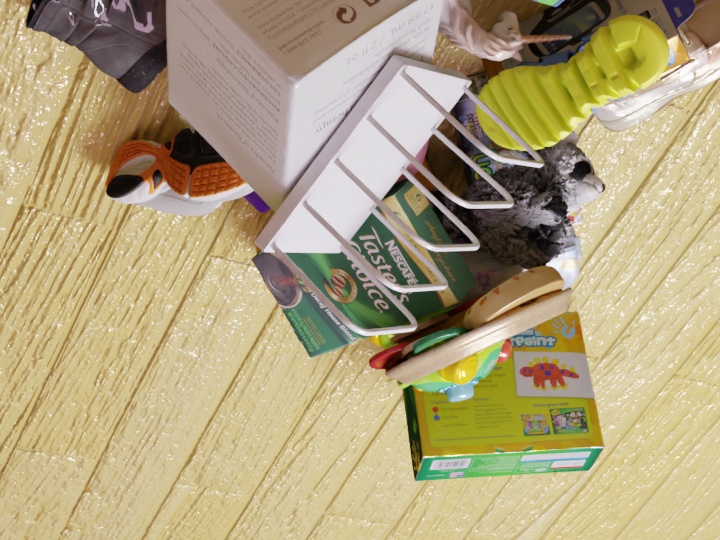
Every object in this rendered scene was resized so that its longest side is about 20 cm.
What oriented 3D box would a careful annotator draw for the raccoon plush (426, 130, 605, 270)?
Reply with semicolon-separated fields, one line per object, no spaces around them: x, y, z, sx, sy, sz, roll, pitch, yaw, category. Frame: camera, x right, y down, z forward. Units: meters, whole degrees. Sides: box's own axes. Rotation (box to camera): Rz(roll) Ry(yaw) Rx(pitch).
0.136;-0.091;1.554;0.200;0.134;0.097;20;138;-6;raccoon plush

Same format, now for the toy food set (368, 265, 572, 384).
0.105;0.053;1.512;0.198;0.049;0.200;-25;176;10;toy food set

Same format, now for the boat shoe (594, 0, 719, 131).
0.295;-0.209;1.534;0.200;0.074;0.069;-37;134;24;boat shoe

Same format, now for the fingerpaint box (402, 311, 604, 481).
0.149;0.136;1.761;0.199;0.167;0.073;-3;152;-9;fingerpaint box

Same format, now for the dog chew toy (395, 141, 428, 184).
-0.037;-0.142;1.509;0.200;0.125;0.125;10;131;-8;dog chew toy

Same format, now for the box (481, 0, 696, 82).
0.214;-0.207;1.489;0.200;0.119;0.041;-24;135;13;box

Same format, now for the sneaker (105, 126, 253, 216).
-0.149;-0.089;1.529;0.200;0.076;0.092;2;165;45;sneaker

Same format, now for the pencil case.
0.119;-0.009;1.606;0.200;0.083;0.091;-8;165;-23;pencil case

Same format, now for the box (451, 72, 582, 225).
0.157;-0.116;1.622;0.110;0.035;0.200;-15;134;3;box

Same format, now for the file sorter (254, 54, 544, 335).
0.040;-0.059;1.361;0.200;0.125;0.139;-52;159;18;file sorter

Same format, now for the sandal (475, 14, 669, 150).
0.191;-0.165;1.404;0.200;0.087;0.080;-20;98;34;sandal

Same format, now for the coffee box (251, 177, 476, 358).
0.000;0.000;1.530;0.200;0.044;0.123;-21;104;39;coffee box

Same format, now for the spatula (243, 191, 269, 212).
-0.048;-0.048;1.582;0.200;0.021;0.057;41;110;-1;spatula

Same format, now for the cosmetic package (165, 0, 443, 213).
-0.051;-0.189;1.354;0.167;0.166;0.200;-36;159;-23;cosmetic package

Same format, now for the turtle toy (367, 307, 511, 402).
0.106;0.060;1.695;0.200;0.146;0.101;-44;138;-24;turtle toy

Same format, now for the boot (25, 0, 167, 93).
-0.195;-0.252;1.408;0.132;0.070;0.200;33;116;-28;boot

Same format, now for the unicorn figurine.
0.068;-0.249;1.408;0.200;0.137;0.074;21;121;-30;unicorn figurine

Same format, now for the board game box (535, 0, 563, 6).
0.114;-0.326;1.311;0.135;0.200;0.034;11;161;-21;board game box

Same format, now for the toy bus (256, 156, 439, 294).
-0.013;-0.047;1.634;0.200;0.065;0.078;-21;133;9;toy bus
